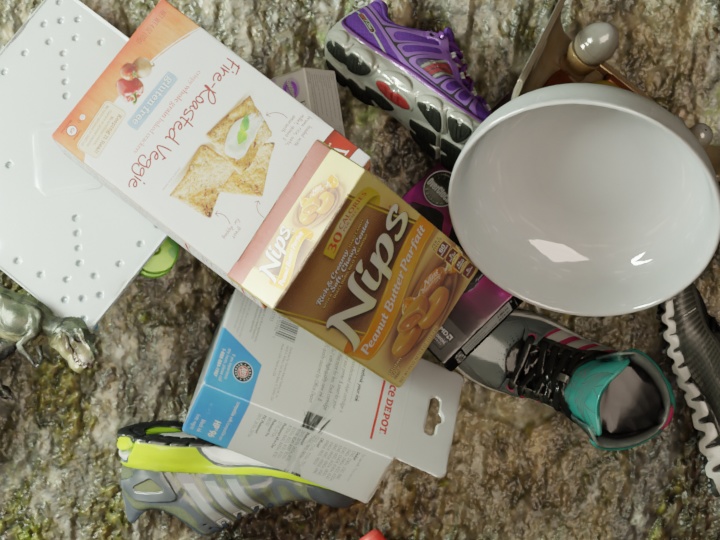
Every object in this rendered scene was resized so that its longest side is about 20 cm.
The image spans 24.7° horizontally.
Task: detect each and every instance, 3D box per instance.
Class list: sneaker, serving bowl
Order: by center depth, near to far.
[{"bbox_3d":[0.167,-0.061,1.214,0.198,0.066,0.201,8,132,9],"label":"serving bowl"},{"bbox_3d":[0.064,-0.147,1.289,0.200,0.081,0.083,40,71,14],"label":"sneaker"},{"bbox_3d":[0.166,0.088,1.319,0.199,0.121,0.084,17,93,-6],"label":"sneaker"},{"bbox_3d":[-0.101,0.174,1.333,0.198,0.074,0.082,8,103,0],"label":"sneaker"},{"bbox_3d":[0.302,0.083,1.351,0.090,0.066,0.201,-16,101,15],"label":"sneaker"}]

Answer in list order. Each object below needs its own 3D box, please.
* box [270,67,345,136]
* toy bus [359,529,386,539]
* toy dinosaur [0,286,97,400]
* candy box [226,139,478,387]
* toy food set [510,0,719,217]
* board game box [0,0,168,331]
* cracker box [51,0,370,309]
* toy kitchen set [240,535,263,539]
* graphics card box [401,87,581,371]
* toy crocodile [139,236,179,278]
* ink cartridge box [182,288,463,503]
[{"bbox_3d":[-0.030,-0.057,1.297,0.039,0.041,0.202,-14,84,38],"label":"box"},{"bbox_3d":[0.070,0.287,1.335,0.199,0.136,0.193,-31,81,-4],"label":"toy bus"},{"bbox_3d":[-0.286,0.044,1.237,0.199,0.047,0.089,26,102,11],"label":"toy dinosaur"},{"bbox_3d":[0.000,0.000,1.200,0.055,0.200,0.116,32,88,34],"label":"candy box"},{"bbox_3d":[0.215,-0.121,1.293,0.199,0.144,0.060,36,132,-7],"label":"toy food set"},{"bbox_3d":[-0.221,-0.085,1.272,0.200,0.026,0.200,37,83,12],"label":"board game box"},{"bbox_3d":[-0.108,-0.086,1.220,0.200,0.058,0.134,37,82,5],"label":"cracker box"},{"bbox_3d":[-0.132,0.342,1.290,0.179,0.163,0.202,-13,96,-4],"label":"toy kitchen set"},{"bbox_3d":[0.098,-0.033,1.318,0.200,0.051,0.126,-44,75,1],"label":"graphics card box"},{"bbox_3d":[-0.141,-0.045,1.305,0.199,0.068,0.062,-36,92,-4],"label":"toy crocodile"},{"bbox_3d":[-0.027,0.104,1.298,0.199,0.116,0.068,23,134,-7],"label":"ink cartridge box"}]
